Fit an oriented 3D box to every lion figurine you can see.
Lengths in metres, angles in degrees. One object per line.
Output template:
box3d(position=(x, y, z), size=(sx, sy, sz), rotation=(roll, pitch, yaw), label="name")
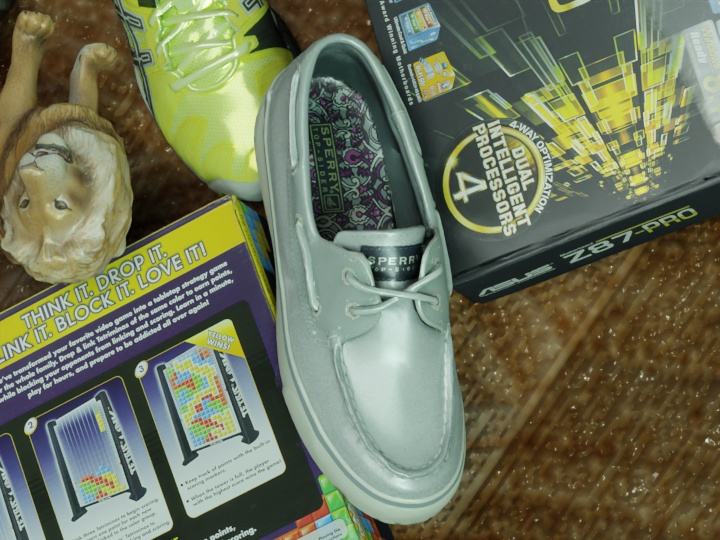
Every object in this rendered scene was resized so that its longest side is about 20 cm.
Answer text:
box3d(position=(-0.171, -0.041, 1.304), size=(0.199, 0.072, 0.123), rotation=(-12, 62, 41), label="lion figurine")

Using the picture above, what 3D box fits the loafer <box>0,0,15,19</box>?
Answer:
box3d(position=(-0.246, -0.127, 1.377), size=(0.199, 0.073, 0.071), rotation=(14, 95, 26), label="loafer")

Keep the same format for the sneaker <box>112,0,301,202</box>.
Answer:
box3d(position=(-0.081, -0.119, 1.300), size=(0.075, 0.076, 0.201), rotation=(-29, 69, 10), label="sneaker")

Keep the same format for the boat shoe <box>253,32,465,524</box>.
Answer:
box3d(position=(0.001, -0.001, 1.206), size=(0.070, 0.072, 0.202), rotation=(-7, 70, -17), label="boat shoe")

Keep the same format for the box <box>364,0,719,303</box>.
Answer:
box3d(position=(0.087, -0.106, 1.246), size=(0.160, 0.049, 0.201), rotation=(-20, 72, 15), label="box")

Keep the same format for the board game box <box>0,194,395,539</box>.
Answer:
box3d(position=(-0.103, 0.088, 1.268), size=(0.199, 0.057, 0.166), rotation=(-26, 67, 13), label="board game box")
